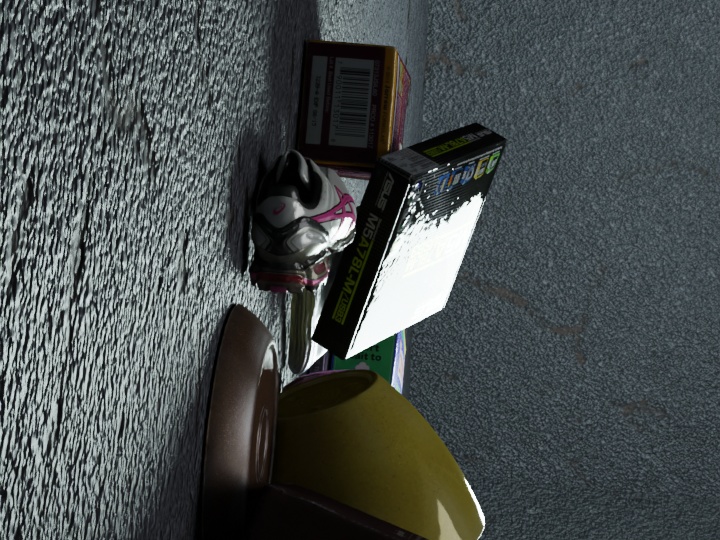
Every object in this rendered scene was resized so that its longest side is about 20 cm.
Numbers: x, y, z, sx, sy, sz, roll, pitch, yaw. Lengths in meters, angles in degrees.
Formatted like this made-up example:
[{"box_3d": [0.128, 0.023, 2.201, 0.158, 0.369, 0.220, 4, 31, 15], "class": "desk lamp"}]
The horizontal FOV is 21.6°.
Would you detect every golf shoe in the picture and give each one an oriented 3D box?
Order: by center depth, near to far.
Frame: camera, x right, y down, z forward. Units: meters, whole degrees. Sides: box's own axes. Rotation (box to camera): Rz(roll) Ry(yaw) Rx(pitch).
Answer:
[{"box_3d": [-0.041, -0.055, 1.493, 0.200, 0.072, 0.093, -73, 166, -69], "class": "golf shoe"}]

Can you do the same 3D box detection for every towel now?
[{"box_3d": [0.000, 0.000, 1.790, 0.200, 0.024, 0.148, -35, 142, -44], "class": "towel"}]

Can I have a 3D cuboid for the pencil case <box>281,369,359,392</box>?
[{"box_3d": [-0.022, 0.191, 1.745, 0.083, 0.086, 0.202, -46, 127, -74], "class": "pencil case"}]

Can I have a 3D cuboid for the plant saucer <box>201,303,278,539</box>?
[{"box_3d": [-0.085, 0.126, 1.393, 0.200, 0.032, 0.203, 4, 90, -86], "class": "plant saucer"}]

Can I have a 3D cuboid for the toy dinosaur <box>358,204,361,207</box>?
[{"box_3d": [-0.015, -0.005, 1.866, 0.200, 0.085, 0.137, -16, 117, -79], "class": "toy dinosaur"}]

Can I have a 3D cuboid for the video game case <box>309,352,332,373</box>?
[{"box_3d": [-0.041, 0.111, 2.036, 0.143, 0.019, 0.202, 78, 18, -76], "class": "video game case"}]

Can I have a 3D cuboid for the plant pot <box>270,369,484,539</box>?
[{"box_3d": [-0.013, 0.164, 1.526, 0.200, 0.198, 0.143, -68, 143, -75], "class": "plant pot"}]

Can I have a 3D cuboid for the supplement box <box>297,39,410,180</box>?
[{"box_3d": [-0.004, -0.147, 1.785, 0.200, 0.085, 0.112, 19, 77, -85], "class": "supplement box"}]

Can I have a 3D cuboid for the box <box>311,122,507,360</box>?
[{"box_3d": [0.048, -0.030, 1.763, 0.199, 0.047, 0.195, -24, 137, -57], "class": "box"}]

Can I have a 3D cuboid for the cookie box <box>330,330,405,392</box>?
[{"box_3d": [0.004, 0.153, 2.069, 0.171, 0.074, 0.202, 79, 16, -71], "class": "cookie box"}]

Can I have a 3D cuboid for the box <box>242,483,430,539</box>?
[{"box_3d": [0.002, 0.264, 1.347, 0.164, 0.198, 0.167, 53, 59, -83], "class": "box"}]
